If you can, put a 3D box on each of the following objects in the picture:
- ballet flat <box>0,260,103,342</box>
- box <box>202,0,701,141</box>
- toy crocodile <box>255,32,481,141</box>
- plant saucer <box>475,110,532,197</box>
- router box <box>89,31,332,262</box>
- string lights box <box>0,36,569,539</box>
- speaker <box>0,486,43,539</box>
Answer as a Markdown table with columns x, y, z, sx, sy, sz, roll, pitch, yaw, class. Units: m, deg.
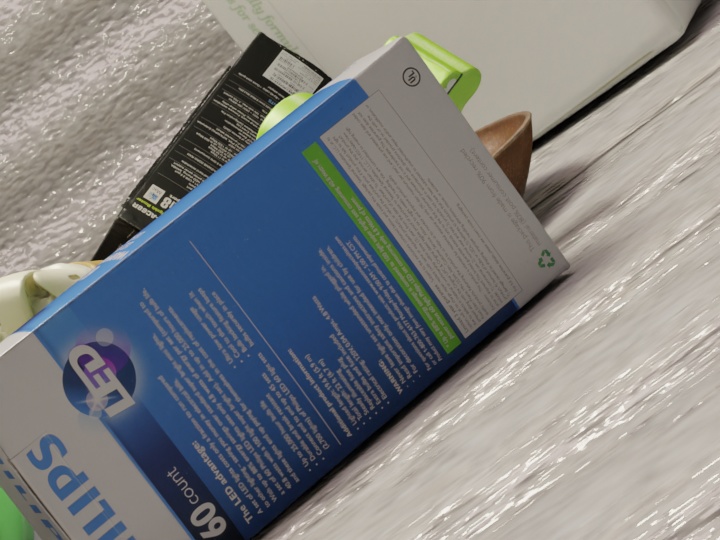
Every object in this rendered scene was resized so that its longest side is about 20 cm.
| x | y | z | sx | sy | sz | roll | pitch | yaw | class |
| --- | --- | --- | --- | --- | --- | --- | --- | --- | --- |
| -0.139 | 0.036 | 0.988 | 0.068 | 0.063 | 0.200 | -17 | 26 | 23 | ballet flat |
| 0.051 | -0.168 | 1.244 | 0.200 | 0.199 | 0.171 | -36 | 7 | 25 | box |
| -0.021 | -0.002 | 0.910 | 0.067 | 0.062 | 0.201 | 29 | 84 | 36 | toy crocodile |
| 0.000 | 0.000 | 1.036 | 0.200 | 0.037 | 0.200 | -33 | 8 | 5 | plant saucer |
| -0.096 | -0.007 | 1.207 | 0.150 | 0.062 | 0.200 | -58 | 3 | -40 | router box |
| -0.036 | 0.021 | 0.820 | 0.200 | 0.103 | 0.059 | -39 | 8 | -17 | string lights box |
| -0.169 | 0.127 | 0.873 | 0.200 | 0.089 | 0.088 | -36 | 7 | 5 | speaker |
